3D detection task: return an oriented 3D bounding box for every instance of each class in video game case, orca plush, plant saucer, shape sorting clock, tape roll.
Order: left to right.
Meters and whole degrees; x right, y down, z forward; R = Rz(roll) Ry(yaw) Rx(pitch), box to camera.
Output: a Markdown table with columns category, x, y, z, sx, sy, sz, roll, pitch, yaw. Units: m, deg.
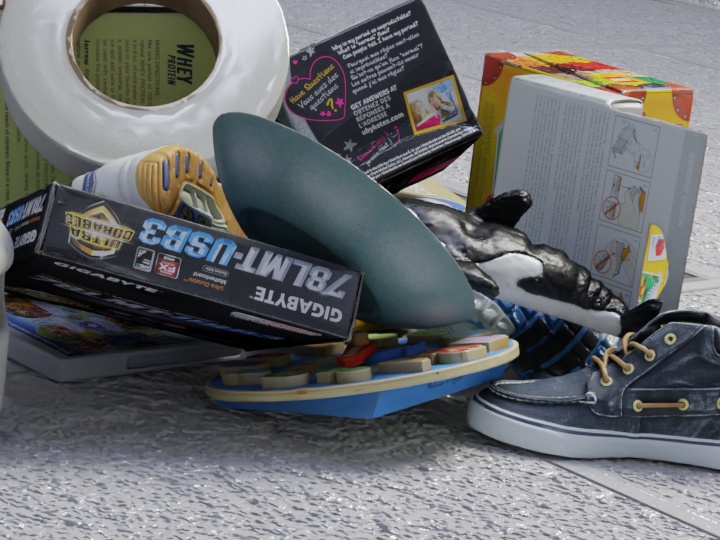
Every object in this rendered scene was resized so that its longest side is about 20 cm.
| category | x | y | z | sx | sy | sz | roll | pitch | yaw |
| --- | --- | --- | --- | --- | --- | --- | --- | --- | --- |
| video game case | -0.161 | 0.038 | 1.549 | 0.199 | 0.018 | 0.143 | -5 | 19 | -42 |
| tape roll | -0.148 | -0.149 | 1.575 | 0.201 | 0.204 | 0.037 | 6 | -25 | -4 |
| plant saucer | -0.021 | -0.017 | 1.414 | 0.200 | 0.039 | 0.201 | 33 | -16 | 11 |
| shape sorting clock | 0.001 | 0.058 | 1.441 | 0.199 | 0.040 | 0.200 | -4 | 7 | 0 |
| orca plush | 0.100 | -0.015 | 1.470 | 0.199 | 0.072 | 0.105 | 19 | 3 | 12 |

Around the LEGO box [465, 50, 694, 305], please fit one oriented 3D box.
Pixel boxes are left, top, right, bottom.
| category | x | y | z | sx | sy | sz | roll | pitch | yaw |
| --- | --- | --- | --- | --- | --- | --- | --- | --- | --- |
| LEGO box | 0.152 | -0.048 | 1.671 | 0.077 | 0.201 | 0.149 | -5 | 18 | -38 |

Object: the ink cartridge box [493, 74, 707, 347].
| category | x | y | z | sx | sy | sz | roll | pitch | yaw |
| --- | --- | --- | --- | --- | --- | --- | --- | --- | --- |
| ink cartridge box | 0.162 | -0.018 | 1.555 | 0.173 | 0.201 | 0.043 | 20 | 18 | 41 |

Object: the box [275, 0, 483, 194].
| category | x | y | z | sx | sy | sz | roll | pitch | yaw |
| --- | --- | --- | --- | --- | --- | --- | --- | --- | --- |
| box | -0.004 | -0.112 | 1.707 | 0.132 | 0.115 | 0.200 | -25 | -3 | -8 |

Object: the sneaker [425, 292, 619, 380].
| category | x | y | z | sx | sy | sz | roll | pitch | yaw |
| --- | --- | --- | --- | --- | --- | --- | --- | --- | --- |
| sneaker | 0.101 | 0.044 | 1.556 | 0.075 | 0.087 | 0.200 | -38 | 59 | -25 |

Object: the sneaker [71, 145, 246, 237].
| category | x | y | z | sx | sy | sz | roll | pitch | yaw |
| --- | --- | --- | --- | --- | --- | --- | --- | --- | --- |
| sneaker | -0.118 | -0.027 | 1.540 | 0.088 | 0.076 | 0.200 | -8 | -28 | 26 |

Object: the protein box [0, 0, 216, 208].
| category | x | y | z | sx | sy | sz | roll | pitch | yaw |
| --- | --- | --- | --- | --- | --- | --- | --- | --- | --- |
| protein box | -0.180 | -0.104 | 1.697 | 0.199 | 0.200 | 0.135 | -1 | 15 | -8 |

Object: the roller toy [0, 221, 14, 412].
| category | x | y | z | sx | sy | sz | roll | pitch | yaw |
| --- | --- | --- | --- | --- | --- | --- | --- | --- | --- |
| roller toy | -0.290 | 0.020 | 1.297 | 0.182 | 0.141 | 0.199 | -6 | 18 | -42 |

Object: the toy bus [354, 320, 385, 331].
| category | x | y | z | sx | sy | sz | roll | pitch | yaw |
| --- | --- | --- | --- | --- | --- | --- | --- | --- | --- |
| toy bus | 0.000 | 0.000 | 1.616 | 0.065 | 0.079 | 0.200 | 6 | 4 | 20 |

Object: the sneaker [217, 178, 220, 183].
| category | x | y | z | sx | sy | sz | roll | pitch | yaw |
| --- | --- | --- | --- | --- | --- | --- | --- | --- | --- |
| sneaker | -0.164 | -0.019 | 1.591 | 0.200 | 0.098 | 0.071 | -25 | 28 | -20 |

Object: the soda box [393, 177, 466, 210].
| category | x | y | z | sx | sy | sz | roll | pitch | yaw |
| --- | --- | --- | --- | --- | --- | --- | --- | --- | --- |
| soda box | 0.045 | -0.031 | 1.832 | 0.067 | 0.064 | 0.200 | 2 | 15 | -19 |

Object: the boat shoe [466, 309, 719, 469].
| category | x | y | z | sx | sy | sz | roll | pitch | yaw |
| --- | --- | --- | --- | --- | --- | --- | --- | --- | --- |
| boat shoe | 0.169 | 0.067 | 1.442 | 0.199 | 0.091 | 0.071 | 6 | 14 | -5 |

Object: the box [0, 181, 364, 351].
| category | x | y | z | sx | sy | sz | roll | pitch | yaw |
| --- | --- | --- | --- | --- | --- | --- | --- | --- | --- |
| box | -0.123 | 0.003 | 1.398 | 0.199 | 0.050 | 0.198 | 15 | -8 | -20 |
